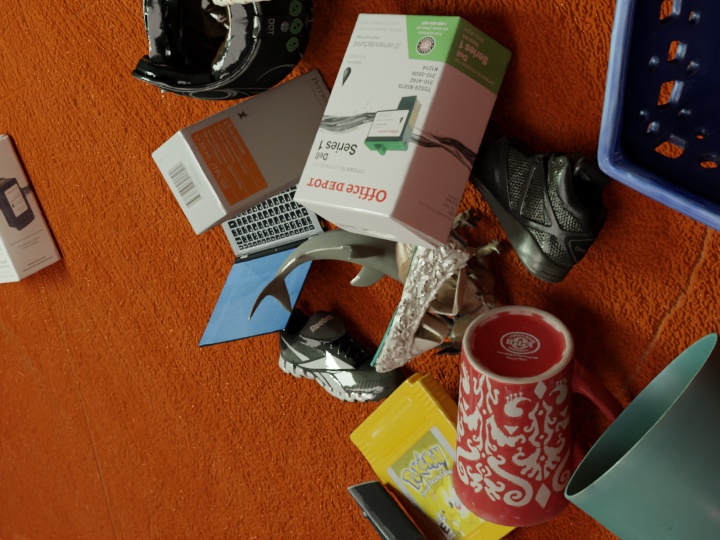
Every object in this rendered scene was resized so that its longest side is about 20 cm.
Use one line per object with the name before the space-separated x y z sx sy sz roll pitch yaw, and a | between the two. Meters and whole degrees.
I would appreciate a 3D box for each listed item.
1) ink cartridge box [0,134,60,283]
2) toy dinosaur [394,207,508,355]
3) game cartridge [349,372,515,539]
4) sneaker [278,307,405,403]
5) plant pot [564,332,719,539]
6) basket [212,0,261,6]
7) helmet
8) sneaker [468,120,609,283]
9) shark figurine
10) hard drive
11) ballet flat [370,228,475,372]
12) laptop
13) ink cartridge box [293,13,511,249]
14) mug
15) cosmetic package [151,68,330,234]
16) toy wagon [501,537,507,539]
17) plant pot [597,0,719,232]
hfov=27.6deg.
ink cartridge box | -0.546 -0.087 2.165 0.145 0.084 0.201 -5 110 49
toy dinosaur | 0.086 0.014 1.519 0.200 0.086 0.136 46 138 13
game cartridge | 0.088 0.226 1.642 0.200 0.032 0.176 50 141 9
sneaker | -0.031 0.095 1.724 0.200 0.066 0.091 17 129 44
plant pot | 0.309 0.182 1.307 0.161 0.201 0.201 42 141 3
basket | -0.054 -0.359 1.342 0.161 0.200 0.199 0 113 50
helmet | -0.147 -0.268 1.514 0.199 0.191 0.201 4 105 13
sneaker | 0.164 -0.098 1.378 0.114 0.076 0.200 -47 59 29
shark figurine | -0.019 -0.011 1.566 0.214 0.090 0.129 -5 103 11
hard drive | 0.061 0.333 1.723 0.135 0.042 0.200 46 170 43
ballet flat | 0.063 0.039 1.448 0.072 0.072 0.200 40 136 23
laptop | -0.142 -0.033 1.723 0.187 0.116 0.201 -13 104 51
ink cartridge box | 0.038 -0.134 1.387 0.146 0.084 0.201 12 79 47
mug | 0.176 0.136 1.471 0.134 0.177 0.200 -117 16 -46
cosmetic package | -0.109 -0.128 1.553 0.071 0.200 0.102 -29 92 52
toy wagon | 0.103 0.244 1.695 0.200 0.040 0.155 47 141 15
plant pot | 0.312 -0.151 1.083 0.200 0.180 0.201 29 133 32
